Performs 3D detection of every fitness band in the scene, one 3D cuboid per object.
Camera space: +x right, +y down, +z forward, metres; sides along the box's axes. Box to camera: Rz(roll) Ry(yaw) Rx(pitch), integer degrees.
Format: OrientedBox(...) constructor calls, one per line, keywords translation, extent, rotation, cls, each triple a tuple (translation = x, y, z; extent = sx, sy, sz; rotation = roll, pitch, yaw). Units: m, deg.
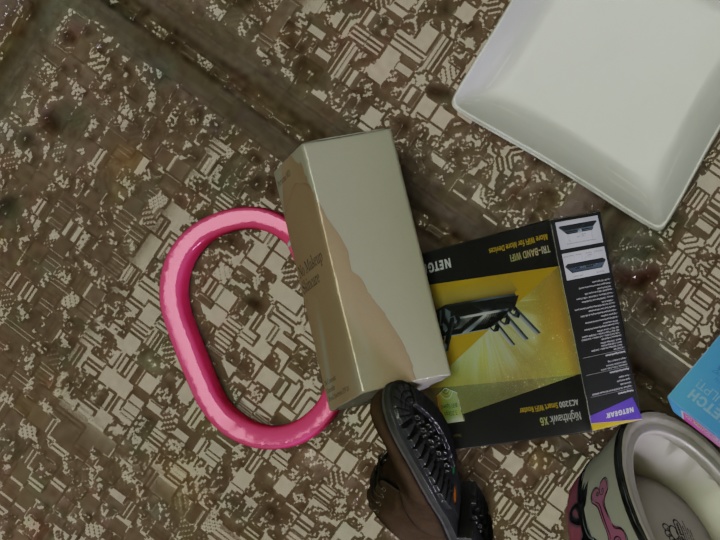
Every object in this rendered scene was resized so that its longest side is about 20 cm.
OrientedBox(translation=(-0.083, 0.046, 1.777), extent=(0.143, 0.037, 0.201), rotation=(-23, 84, 12), cls="fitness band")

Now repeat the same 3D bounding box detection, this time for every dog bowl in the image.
OrientedBox(translation=(0.234, 0.208, 1.634), extent=(0.074, 0.200, 0.201), rotation=(-36, 83, 30), cls="dog bowl")

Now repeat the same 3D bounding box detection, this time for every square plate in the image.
OrientedBox(translation=(0.203, -0.165, 1.715), extent=(0.198, 0.028, 0.201), rotation=(32, 97, 11), cls="square plate")

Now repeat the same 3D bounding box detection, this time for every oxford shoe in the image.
OrientedBox(translation=(0.036, 0.164, 1.687), extent=(0.084, 0.073, 0.201), rotation=(-6, 132, 19), cls="oxford shoe")

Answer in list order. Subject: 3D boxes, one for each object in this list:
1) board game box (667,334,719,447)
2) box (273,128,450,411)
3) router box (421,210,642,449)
OrientedBox(translation=(0.349, 0.101, 1.601), extent=(0.200, 0.040, 0.153), rotation=(38, 84, 25), cls="board game box")
OrientedBox(translation=(0.000, 0.000, 1.708), extent=(0.077, 0.095, 0.201), rotation=(-11, 80, -19), cls="box")
OrientedBox(translation=(0.119, 0.050, 1.662), extent=(0.200, 0.052, 0.158), rotation=(-16, 85, 57), cls="router box")
